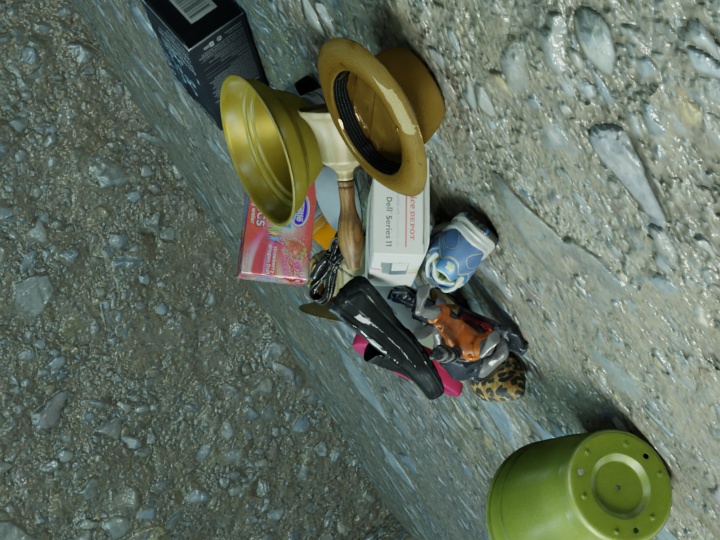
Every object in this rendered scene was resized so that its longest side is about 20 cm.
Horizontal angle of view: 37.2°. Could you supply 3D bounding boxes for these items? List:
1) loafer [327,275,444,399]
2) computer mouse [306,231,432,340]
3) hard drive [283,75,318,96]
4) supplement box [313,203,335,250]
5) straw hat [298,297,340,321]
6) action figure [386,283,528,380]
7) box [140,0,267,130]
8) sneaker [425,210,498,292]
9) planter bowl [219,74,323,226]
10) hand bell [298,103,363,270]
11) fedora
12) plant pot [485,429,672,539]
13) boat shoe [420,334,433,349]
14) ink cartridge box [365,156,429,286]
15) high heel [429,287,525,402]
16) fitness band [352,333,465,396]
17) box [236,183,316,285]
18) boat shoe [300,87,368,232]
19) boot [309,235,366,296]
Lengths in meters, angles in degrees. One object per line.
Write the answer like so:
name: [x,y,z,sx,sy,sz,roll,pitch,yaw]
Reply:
loafer: [0.035,0.097,1.388,0.201,0.070,0.068,50,-178,-19]
computer mouse: [0.027,0.036,1.468,0.198,0.110,0.044,30,-167,-15]
hard drive: [-0.069,-0.210,1.583,0.141,0.033,0.200,57,168,-10]
supplement box: [-0.099,-0.133,1.749,0.201,0.073,0.126,50,-176,20]
straw hat: [-0.018,0.036,1.920,0.201,0.198,0.087,-157,73,-68]
action figure: [0.106,0.086,1.366,0.197,0.106,0.194,20,164,19]
box: [-0.241,-0.351,1.689,0.149,0.107,0.201,47,167,28]
sneaker: [0.105,-0.016,1.308,0.075,0.077,0.200,40,169,3]
planter bowl: [-0.100,-0.166,1.379,0.201,0.083,0.202,49,151,38]
hand bell: [-0.017,-0.101,1.318,0.104,0.103,0.204,-151,53,-63]
fedora: [0.034,-0.176,1.149,0.201,0.081,0.201,49,162,22]
plant pot: [0.273,0.278,1.275,0.201,0.199,0.193,51,156,11]
boat shoe: [0.079,0.095,1.660,0.199,0.071,0.071,32,174,-15]
ink cartridge box: [0.044,-0.059,1.340,0.200,0.066,0.119,105,167,-75]
high heel: [0.154,0.102,1.475,0.143,0.071,0.200,56,175,-21]
fitness band: [0.072,0.134,1.550,0.142,0.038,0.199,12,164,39]
box: [-0.117,-0.085,1.539,0.095,0.101,0.204,156,121,-78]
boat shoe: [-0.023,-0.152,1.453,0.074,0.086,0.205,0,115,47]
boot: [0.000,0.000,1.573,0.200,0.153,0.074,103,143,-72]
